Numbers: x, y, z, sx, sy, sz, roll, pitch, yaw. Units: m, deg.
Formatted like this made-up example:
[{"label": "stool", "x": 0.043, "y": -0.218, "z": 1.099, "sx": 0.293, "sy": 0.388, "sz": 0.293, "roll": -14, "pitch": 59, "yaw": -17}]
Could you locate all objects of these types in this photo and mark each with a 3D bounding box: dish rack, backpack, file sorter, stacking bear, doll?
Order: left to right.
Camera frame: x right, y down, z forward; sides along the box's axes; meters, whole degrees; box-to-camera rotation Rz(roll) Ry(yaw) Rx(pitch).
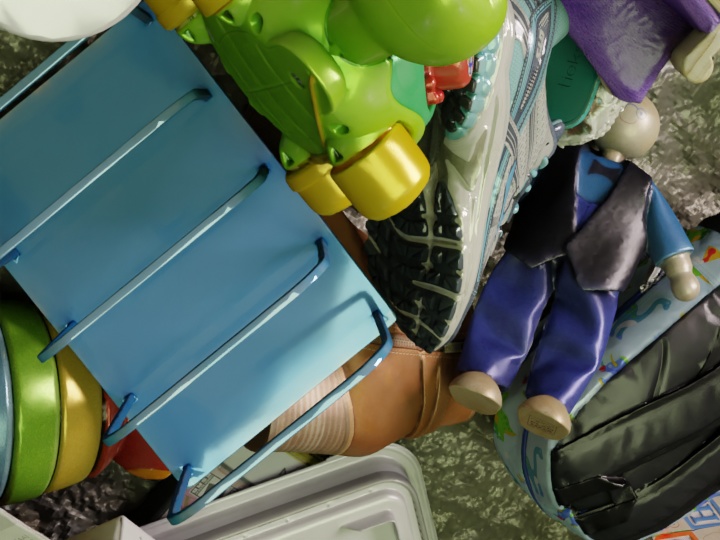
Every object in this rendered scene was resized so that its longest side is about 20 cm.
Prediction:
[{"label": "stacking bear", "x": -0.168, "y": 0.072, "z": 0.785, "sx": 0.198, "sy": 0.121, "sz": 0.115, "roll": -2, "pitch": 81, "yaw": -30}, {"label": "file sorter", "x": -0.093, "y": -0.005, "z": 0.690, "sx": 0.138, "sy": 0.123, "sz": 0.201, "roll": -38, "pitch": 97, "yaw": 3}, {"label": "dish rack", "x": -0.040, "y": 0.206, "z": 0.902, "sx": 0.198, "sy": 0.044, "sz": 0.173, "roll": -18, "pitch": 121, "yaw": -7}, {"label": "doll", "x": 0.123, "y": -0.009, "z": 0.831, "sx": 0.049, "sy": 0.135, "sz": 0.202, "roll": 68, "pitch": 42, "yaw": -67}, {"label": "backpack", "x": 0.175, "y": 0.072, "z": 0.891, "sx": 0.200, "sy": 0.153, "sz": 0.164, "roll": -46, "pitch": 129, "yaw": -17}]

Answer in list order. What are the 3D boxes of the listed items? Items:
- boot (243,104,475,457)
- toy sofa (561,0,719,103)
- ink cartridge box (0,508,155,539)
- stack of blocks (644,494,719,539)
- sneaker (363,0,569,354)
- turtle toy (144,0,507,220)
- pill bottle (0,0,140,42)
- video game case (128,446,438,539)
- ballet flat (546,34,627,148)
[{"label": "boot", "x": 0.000, "y": 0.000, "z": 0.827, "sx": 0.153, "sy": 0.073, "sz": 0.203, "roll": -2, "pitch": 96, "yaw": -37}, {"label": "toy sofa", "x": 0.103, "y": -0.175, "z": 0.716, "sx": 0.097, "sy": 0.083, "sz": 0.200, "roll": -42, "pitch": 94, "yaw": 12}, {"label": "ink cartridge box", "x": -0.200, "y": 0.183, "z": 0.808, "sx": 0.198, "sy": 0.045, "sz": 0.176, "roll": -25, "pitch": 130, "yaw": 26}, {"label": "stack of blocks", "x": 0.234, "y": 0.188, "z": 0.924, "sx": 0.114, "sy": 0.200, "sz": 0.059, "roll": -6, "pitch": 118, "yaw": -14}, {"label": "sneaker", "x": 0.062, "y": -0.048, "z": 0.746, "sx": 0.086, "sy": 0.078, "sz": 0.202, "roll": -13, "pitch": 127, "yaw": -33}, {"label": "turtle toy", "x": -0.005, "y": -0.105, "z": 0.631, "sx": 0.101, "sy": 0.200, "sz": 0.146, "roll": -42, "pitch": 105, "yaw": -12}, {"label": "pill bottle", "x": -0.137, "y": -0.164, "z": 0.618, "sx": 0.111, "sy": 0.200, "sz": 0.113, "roll": -7, "pitch": 118, "yaw": -14}, {"label": "video game case", "x": -0.074, "y": 0.200, "z": 0.927, "sx": 0.180, "sy": 0.026, "sz": 0.200, "roll": 37, "pitch": 100, "yaw": -30}, {"label": "ballet flat", "x": 0.141, "y": -0.162, "z": 0.798, "sx": 0.071, "sy": 0.072, "sz": 0.202, "roll": 15, "pitch": 104, "yaw": -25}]
